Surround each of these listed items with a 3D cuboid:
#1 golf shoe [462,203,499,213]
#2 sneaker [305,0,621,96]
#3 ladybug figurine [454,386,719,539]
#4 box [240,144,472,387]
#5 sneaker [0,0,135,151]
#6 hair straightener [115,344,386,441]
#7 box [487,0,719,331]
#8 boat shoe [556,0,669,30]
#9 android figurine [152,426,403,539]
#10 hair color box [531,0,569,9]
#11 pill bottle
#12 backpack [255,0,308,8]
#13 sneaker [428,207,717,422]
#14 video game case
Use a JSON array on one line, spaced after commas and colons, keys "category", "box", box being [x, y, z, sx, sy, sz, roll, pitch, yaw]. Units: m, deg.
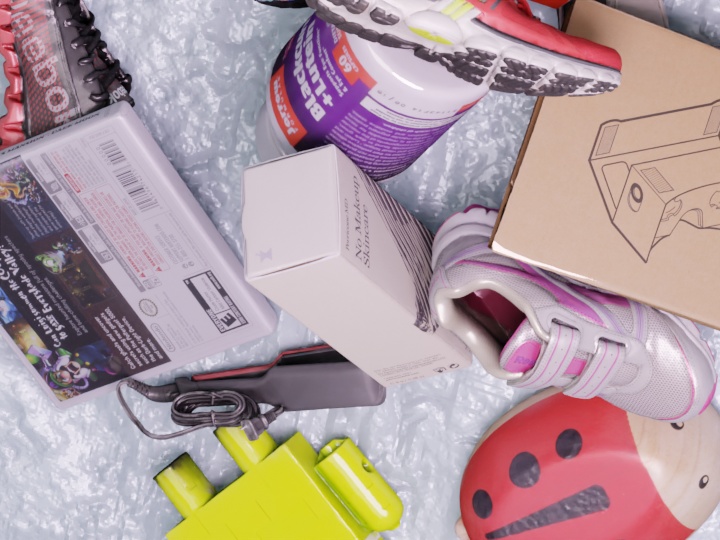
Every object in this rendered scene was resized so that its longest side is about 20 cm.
[{"category": "golf shoe", "box": [0.150, -0.017, 1.702, 0.200, 0.075, 0.092, -15, 121, 21]}, {"category": "sneaker", "box": [0.068, -0.159, 1.545, 0.200, 0.077, 0.085, 21, 78, -16]}, {"category": "ladybug figurine", "box": [0.147, 0.144, 1.764, 0.200, 0.072, 0.136, -27, 97, 24]}, {"category": "box", "box": [0.000, 0.000, 1.699, 0.068, 0.200, 0.082, -14, 64, 22]}, {"category": "sneaker", "box": [-0.197, -0.143, 1.794, 0.098, 0.071, 0.201, 6, 111, 17]}, {"category": "hair straightener", "box": [-0.076, 0.082, 1.815, 0.200, 0.077, 0.041, -3, 115, 18]}, {"category": "box", "box": [0.195, -0.057, 1.642, 0.200, 0.021, 0.164, 19, 87, -11]}, {"category": "boat shoe", "box": [0.151, -0.171, 1.677, 0.057, 0.067, 0.200, 21, 117, 52]}, {"category": "android figurine", "box": [-0.050, 0.195, 1.865, 0.182, 0.041, 0.200, -40, 90, 25]}, {"category": "hair color box", "box": [0.106, -0.269, 1.612, 0.101, 0.061, 0.200, -30, 70, 27]}, {"category": "pill bottle", "box": [0.007, -0.118, 1.672, 0.111, 0.111, 0.200, 48, 149, 0]}, {"category": "backpack", "box": [-0.031, -0.243, 1.636, 0.167, 0.127, 0.200, 56, 156, -7]}, {"category": "sneaker", "box": [0.123, 0.044, 1.659, 0.200, 0.088, 0.081, 26, 126, 6]}, {"category": "video game case", "box": [-0.182, -0.007, 1.819, 0.182, 0.023, 0.200, -20, 122, 23]}]
